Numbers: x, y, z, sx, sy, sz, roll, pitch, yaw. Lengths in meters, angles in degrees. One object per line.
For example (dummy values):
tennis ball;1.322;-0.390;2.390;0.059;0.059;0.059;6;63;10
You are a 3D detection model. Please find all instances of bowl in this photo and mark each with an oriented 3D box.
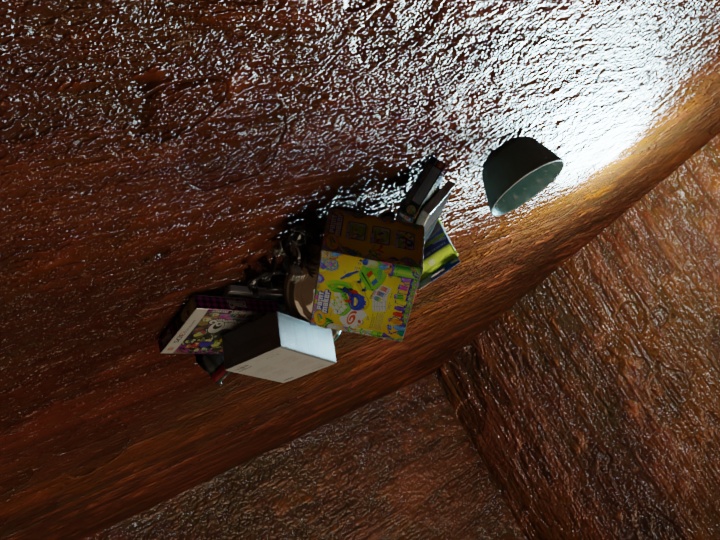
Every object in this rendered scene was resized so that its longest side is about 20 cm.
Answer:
bowl;0.352;-0.227;1.726;0.197;0.107;0.201;-29;164;-9

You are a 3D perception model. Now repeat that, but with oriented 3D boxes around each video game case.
video game case;-0.217;0.083;1.626;0.196;0.018;0.144;6;142;-34
video game case;-0.293;0.117;1.578;0.196;0.037;0.181;6;143;-40
video game case;0.131;-0.082;1.618;0.185;0.023;0.200;-66;171;31

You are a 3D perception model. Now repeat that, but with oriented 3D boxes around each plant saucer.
plant saucer;-0.071;0.034;1.620;0.195;0.029;0.206;-12;115;-27

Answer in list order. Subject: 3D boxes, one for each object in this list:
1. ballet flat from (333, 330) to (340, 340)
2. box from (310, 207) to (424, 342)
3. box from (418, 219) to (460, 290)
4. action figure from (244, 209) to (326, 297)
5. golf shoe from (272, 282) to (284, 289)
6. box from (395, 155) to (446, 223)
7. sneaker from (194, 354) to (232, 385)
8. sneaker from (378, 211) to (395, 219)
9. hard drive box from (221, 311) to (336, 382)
ballet flat;-0.066;0.113;1.993;0.070;0.065;0.201;-38;-168;23
box;0.011;0.011;1.458;0.187;0.124;0.203;10;134;-3
box;0.156;-0.047;1.786;0.121;0.048;0.201;-34;-155;10
action figure;-0.126;-0.026;1.447;0.199;0.103;0.118;-38;169;25
golf shoe;-0.180;0.082;1.735;0.089;0.077;0.202;-12;150;-22
box;0.119;-0.131;1.593;0.138;0.037;0.201;-58;171;-17
sneaker;-0.338;0.201;1.775;0.071;0.098;0.200;-41;-172;-6
sneaker;0.005;-0.081;1.592;0.200;0.126;0.081;-76;175;-64
hard drive box;-0.169;0.166;1.601;0.153;0.079;0.199;-23;153;26
